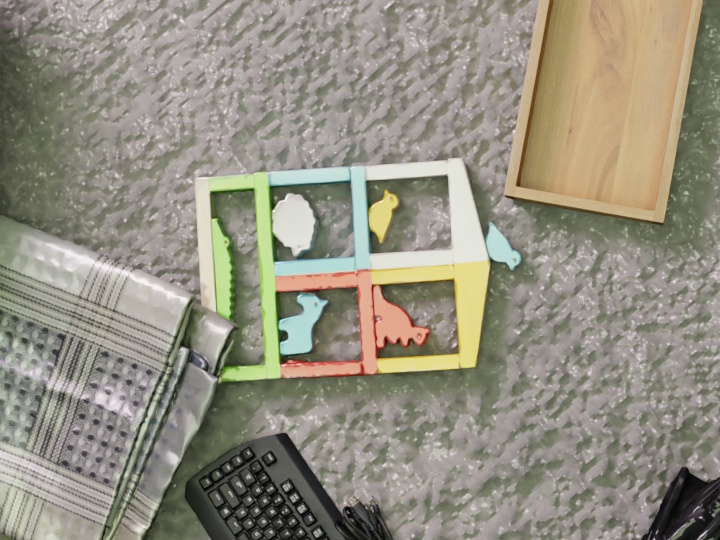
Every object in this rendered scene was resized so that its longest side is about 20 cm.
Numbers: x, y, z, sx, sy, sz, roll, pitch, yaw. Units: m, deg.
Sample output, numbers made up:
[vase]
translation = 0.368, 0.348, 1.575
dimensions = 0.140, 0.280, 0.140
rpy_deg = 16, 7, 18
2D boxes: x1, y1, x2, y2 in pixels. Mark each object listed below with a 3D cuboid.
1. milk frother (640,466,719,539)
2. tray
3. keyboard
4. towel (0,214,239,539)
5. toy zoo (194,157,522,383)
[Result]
[milk frother]
translation = 0.249, 0.193, 1.513
dimensions = 0.188, 0.200, 0.181
rpy_deg = 24, 112, 6
[tray]
translation = 0.155, -0.135, 1.625
dimensions = 0.099, 0.037, 0.200
rpy_deg = 10, 88, 6
[keyboard]
translation = -0.019, 0.189, 1.629
dimensions = 0.104, 0.040, 0.200
rpy_deg = -35, 86, 4
[towel]
translation = -0.195, 0.078, 1.643
dimensions = 0.200, 0.035, 0.193
rpy_deg = 24, 91, 13
[toy zoo]
translation = 0.000, 0.000, 1.643
dimensions = 0.200, 0.020, 0.131
rpy_deg = -3, 88, 6
